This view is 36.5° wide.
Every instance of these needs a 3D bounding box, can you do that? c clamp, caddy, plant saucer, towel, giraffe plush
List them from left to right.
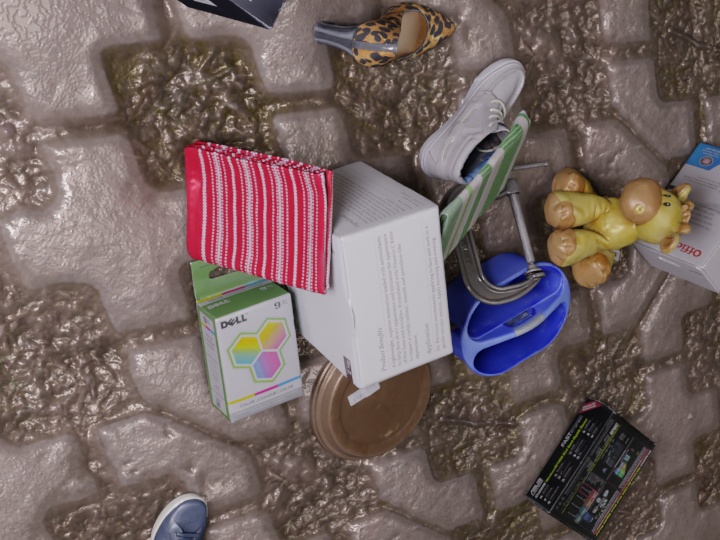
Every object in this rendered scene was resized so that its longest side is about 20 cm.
[{"bbox_3d":[-0.118,-0.060,1.222,0.022,0.200,0.145,-25,123,-52],"label":"towel"},{"bbox_3d":[0.021,0.175,1.510,0.200,0.029,0.200,-13,115,-30],"label":"plant saucer"},{"bbox_3d":[0.138,-0.091,1.329,0.200,0.023,0.153,-49,167,-30],"label":"towel"},{"bbox_3d":[0.208,0.062,1.545,0.200,0.105,0.142,-28,123,-24],"label":"caddy"},{"bbox_3d":[0.201,-0.054,1.492,0.171,0.027,0.200,-4,79,-20],"label":"c clamp"},{"bbox_3d":[0.379,-0.070,1.545,0.200,0.162,0.173,15,68,-42],"label":"giraffe plush"}]

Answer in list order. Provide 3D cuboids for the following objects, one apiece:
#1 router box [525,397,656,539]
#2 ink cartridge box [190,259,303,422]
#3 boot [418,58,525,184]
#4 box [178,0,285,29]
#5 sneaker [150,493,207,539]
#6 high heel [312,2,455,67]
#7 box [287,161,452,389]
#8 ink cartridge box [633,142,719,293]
[{"bbox_3d":[0.381,0.329,1.798,0.150,0.062,0.200,37,85,-38],"label":"router box"},{"bbox_3d":[-0.138,0.075,1.338,0.104,0.059,0.200,-19,118,-28],"label":"ink cartridge box"},{"bbox_3d":[0.170,-0.191,1.427,0.200,0.096,0.074,-51,128,-8],"label":"boot"},{"bbox_3d":[-0.128,-0.356,1.089,0.104,0.200,0.182,30,89,-38],"label":"box"},{"bbox_3d":[-0.230,0.384,1.378,0.075,0.084,0.200,12,100,-37],"label":"sneaker"},{"bbox_3d":[0.062,-0.272,1.290,0.200,0.143,0.071,-12,114,-31],"label":"high heel"},{"bbox_3d":[0.000,0.000,1.310,0.131,0.200,0.199,-19,118,-22],"label":"box"},{"bbox_3d":[0.543,-0.084,1.698,0.086,0.146,0.200,40,84,-40],"label":"ink cartridge box"}]
